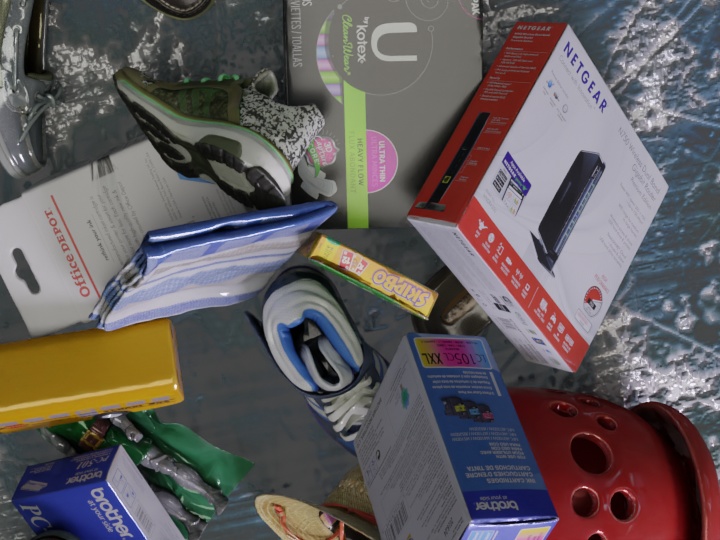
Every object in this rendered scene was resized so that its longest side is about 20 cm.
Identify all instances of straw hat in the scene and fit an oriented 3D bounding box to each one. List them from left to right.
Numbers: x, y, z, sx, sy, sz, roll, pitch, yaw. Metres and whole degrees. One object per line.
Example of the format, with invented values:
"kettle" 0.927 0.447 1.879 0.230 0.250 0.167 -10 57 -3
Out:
"straw hat" 0.015 0.205 1.172 0.201 0.201 0.085 39 66 -10

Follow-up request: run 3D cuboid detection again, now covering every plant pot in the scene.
"plant pot" 0.173 0.192 1.133 0.182 0.200 0.201 1 105 -17

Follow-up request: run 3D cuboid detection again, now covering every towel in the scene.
"towel" -0.111 -0.001 1.032 0.146 0.200 0.024 -12 78 -24

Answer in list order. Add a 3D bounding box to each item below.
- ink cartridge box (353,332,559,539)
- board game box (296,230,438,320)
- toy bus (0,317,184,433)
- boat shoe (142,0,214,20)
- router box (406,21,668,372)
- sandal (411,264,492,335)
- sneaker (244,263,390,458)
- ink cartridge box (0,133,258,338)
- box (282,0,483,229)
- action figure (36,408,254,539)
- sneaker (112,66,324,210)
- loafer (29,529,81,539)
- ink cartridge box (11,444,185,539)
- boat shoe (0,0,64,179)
"ink cartridge box" 0.068 0.165 1.033 0.076 0.201 0.137 3 136 -21
"board game box" 0.000 0.000 1.078 0.095 0.200 0.030 27 93 -8
"toy bus" -0.243 0.088 1.128 0.199 0.078 0.065 -9 78 -4
"boat shoe" -0.186 -0.271 1.074 0.073 0.065 0.200 -41 103 7
"router box" 0.138 -0.053 1.058 0.200 0.049 0.180 46 66 -42
"sandal" 0.118 -0.013 1.151 0.082 0.055 0.200 43 97 -11
"sneaker" -0.017 0.094 1.129 0.080 0.147 0.201 -27 103 6
"ink cartridge box" -0.189 -0.038 1.133 0.199 0.068 0.116 -22 103 4
"box" 0.017 -0.140 1.082 0.148 0.124 0.201 -2 103 0
"action figure" -0.204 0.151 1.192 0.200 0.055 0.118 36 104 -5
"sneaker" -0.099 -0.112 1.029 0.089 0.200 0.077 -45 141 -19
"loafer" -0.271 0.279 1.165 0.072 0.063 0.200 36 138 -6
"ink cartridge box" -0.195 0.237 1.177 0.094 0.044 0.200 -15 122 21
"boat shoe" -0.260 -0.172 1.096 0.064 0.074 0.203 -2 98 4
